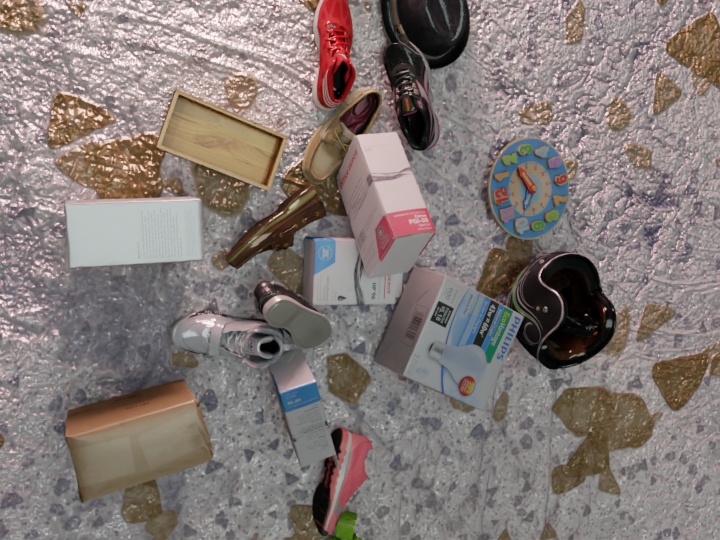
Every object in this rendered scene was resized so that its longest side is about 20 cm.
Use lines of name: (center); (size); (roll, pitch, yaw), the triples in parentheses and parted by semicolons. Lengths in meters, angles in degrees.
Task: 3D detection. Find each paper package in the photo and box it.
paper package: (-0.351, 0.259, 1.151); (0.198, 0.190, 0.105); (-15, 97, -19)

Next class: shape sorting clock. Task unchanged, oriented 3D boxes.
shape sorting clock: (0.336, -0.162, 1.449); (0.197, 0.039, 0.203); (-3, 98, -21)

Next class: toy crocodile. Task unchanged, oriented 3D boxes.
toy crocodile: (-0.016, 0.556, 1.391); (0.067, 0.062, 0.203); (-6, 104, 20)

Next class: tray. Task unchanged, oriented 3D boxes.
tray: (-0.231, -0.215, 1.224); (0.198, 0.037, 0.100); (20, 90, -21)

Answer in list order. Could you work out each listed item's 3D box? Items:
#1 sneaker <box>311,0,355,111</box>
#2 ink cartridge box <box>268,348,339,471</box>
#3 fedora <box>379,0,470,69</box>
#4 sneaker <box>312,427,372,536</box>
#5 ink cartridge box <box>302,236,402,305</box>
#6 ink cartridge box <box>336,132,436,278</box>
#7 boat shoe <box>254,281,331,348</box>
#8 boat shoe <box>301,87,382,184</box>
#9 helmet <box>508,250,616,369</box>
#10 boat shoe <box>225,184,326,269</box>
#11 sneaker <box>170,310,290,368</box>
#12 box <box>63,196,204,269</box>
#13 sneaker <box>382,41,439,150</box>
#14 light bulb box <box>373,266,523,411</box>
sneaker: (-0.032, -0.377, 1.238); (0.077, 0.115, 0.203); (-2, 97, -21)
ink cartridge box: (-0.099, 0.254, 1.273); (0.066, 0.116, 0.202); (-18, 117, -11)
fedora: (0.132, -0.465, 1.303); (0.198, 0.091, 0.203); (-3, 98, -21)
sneaker: (-0.028, 0.398, 1.358); (0.086, 0.074, 0.203); (15, 91, -23)
ink cartridge box: (0.000, 0.000, 1.322); (0.197, 0.068, 0.118); (0, 97, -22)
ink cartridge box: (0.038, -0.111, 1.238); (0.082, 0.147, 0.202); (-9, 66, -21)
boat shoe: (-0.116, 0.077, 1.253); (0.074, 0.060, 0.200); (-43, 146, 7)
boat shoe: (-0.032, -0.240, 1.281); (0.074, 0.066, 0.201); (34, 84, -21)
helmet: (0.379, 0.068, 1.414); (0.197, 0.192, 0.201); (-7, 136, -7)
boat shoe: (-0.141, -0.064, 1.258); (0.200, 0.072, 0.068); (-40, 107, -15)
sneaker: (-0.214, 0.115, 1.227); (0.198, 0.115, 0.076); (6, 94, -22)
box: (-0.355, -0.063, 1.146); (0.197, 0.124, 0.099); (-4, 98, -20)
sneaker: (0.092, -0.306, 1.295); (0.080, 0.086, 0.202); (-17, 105, 21)
light bulb box: (0.165, 0.127, 1.366); (0.199, 0.125, 0.200); (25, 87, -25)
